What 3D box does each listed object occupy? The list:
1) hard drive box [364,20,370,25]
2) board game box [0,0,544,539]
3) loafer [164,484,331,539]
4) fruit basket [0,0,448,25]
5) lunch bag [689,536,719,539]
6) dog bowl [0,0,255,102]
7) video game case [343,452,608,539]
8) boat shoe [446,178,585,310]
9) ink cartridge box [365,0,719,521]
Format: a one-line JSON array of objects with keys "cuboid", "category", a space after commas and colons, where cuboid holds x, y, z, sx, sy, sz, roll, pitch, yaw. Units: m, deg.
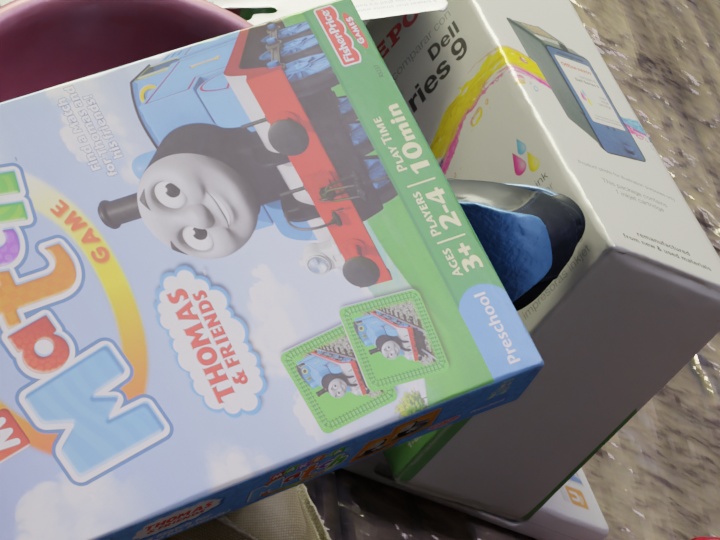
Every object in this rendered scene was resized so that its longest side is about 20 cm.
[{"cuboid": [-0.006, -0.168, 1.324, 0.156, 0.077, 0.200, 61, 3, -48], "category": "hard drive box"}, {"cuboid": [-0.059, 0.004, 0.859, 0.199, 0.037, 0.152, -20, 73, -25], "category": "board game box"}, {"cuboid": [-0.066, 0.042, 0.982, 0.076, 0.068, 0.200, 8, 41, -50], "category": "loafer"}, {"cuboid": [-0.076, -0.144, 1.146, 0.185, 0.094, 0.200, -7, 39, -14], "category": "fruit basket"}, {"cuboid": [0.198, 0.215, 1.071, 0.200, 0.082, 0.176, 32, 27, -22], "category": "lunch bag"}, {"cuboid": [-0.085, -0.014, 0.923, 0.199, 0.074, 0.201, 7, 63, -15], "category": "dog bowl"}, {"cuboid": [0.014, 0.028, 1.178, 0.182, 0.022, 0.200, 23, 30, -36], "category": "video game case"}, {"cuboid": [0.000, 0.000, 1.040, 0.199, 0.084, 0.069, 5, 17, 35], "category": "boat shoe"}, {"cuboid": [0.053, -0.019, 1.112, 0.087, 0.145, 0.200, 20, 34, -38], "category": "ink cartridge box"}]
